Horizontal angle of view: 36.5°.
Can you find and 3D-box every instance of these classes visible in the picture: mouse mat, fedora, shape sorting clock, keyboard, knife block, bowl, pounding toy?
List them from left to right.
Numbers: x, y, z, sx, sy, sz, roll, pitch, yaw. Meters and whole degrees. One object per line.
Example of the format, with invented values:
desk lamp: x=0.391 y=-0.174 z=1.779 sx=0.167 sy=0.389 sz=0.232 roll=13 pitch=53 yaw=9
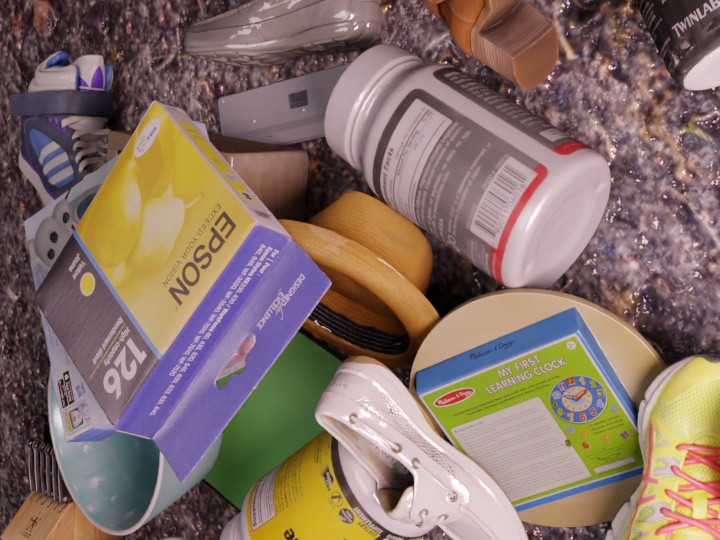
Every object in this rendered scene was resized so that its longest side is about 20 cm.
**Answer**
knife block: x=-0.284 y=0.240 z=1.153 sx=0.063 sy=0.177 sz=0.201 roll=11 pitch=146 yaw=37
bowl: x=-0.202 y=0.137 z=1.033 sx=0.199 sy=0.104 sz=0.204 roll=8 pitch=100 yaw=46
pounding toy: x=-0.144 y=-0.011 z=0.952 sx=0.182 sy=0.141 sz=0.203 roll=13 pitch=104 yaw=36
mouse mat: x=-0.087 y=0.140 z=1.015 sx=0.160 sy=0.007 sz=0.202 roll=31 pitch=111 yaw=31
keyboard: x=-0.053 y=-0.143 z=0.964 sx=0.198 sy=0.011 sz=0.057 roll=-7 pitch=85 yaw=38
fedora: x=0.000 y=0.000 z=0.858 sx=0.198 sy=0.201 sz=0.083 roll=9 pitch=61 yaw=36
shape sorting clock: x=0.130 y=0.102 z=0.787 sx=0.197 sy=0.039 sz=0.202 roll=10 pitch=124 yaw=15

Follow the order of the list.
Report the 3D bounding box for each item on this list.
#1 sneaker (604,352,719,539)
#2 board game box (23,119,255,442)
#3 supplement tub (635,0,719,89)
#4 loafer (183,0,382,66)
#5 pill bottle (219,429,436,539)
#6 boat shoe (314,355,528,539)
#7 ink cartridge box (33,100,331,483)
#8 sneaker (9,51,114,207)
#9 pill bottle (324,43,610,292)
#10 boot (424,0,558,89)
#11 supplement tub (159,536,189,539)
sneaker: x=0.217 y=0.151 z=0.712 sx=0.077 sy=0.091 sz=0.203 roll=8 pitch=113 yaw=0
board game box: x=-0.182 y=0.011 z=0.885 sx=0.198 sy=0.043 sz=0.203 roll=-28 pitch=69 yaw=32
supplement tub: x=0.211 y=-0.226 z=0.671 sx=0.122 sy=0.122 sz=0.202 roll=-29 pitch=77 yaw=35
loafer: x=-0.069 y=-0.217 z=0.935 sx=0.197 sy=0.070 sz=0.071 roll=-2 pitch=88 yaw=30
pill bottle: x=-0.028 y=0.203 z=0.909 sx=0.200 sy=0.112 sz=0.113 roll=-40 pitch=70 yaw=33
boat shoe: x=0.040 y=0.157 z=0.799 sx=0.200 sy=0.069 sz=0.071 roll=46 pitch=145 yaw=-6
ink cartridge box: x=-0.142 y=0.015 z=0.804 sx=0.198 sy=0.047 sz=0.200 roll=-53 pitch=57 yaw=17
sneaker: x=-0.273 y=-0.136 z=1.087 sx=0.199 sy=0.080 sz=0.148 roll=38 pitch=120 yaw=35
pill bottle: x=0.074 y=-0.080 z=0.805 sx=0.199 sy=0.113 sz=0.115 roll=37 pitch=115 yaw=30
boot: x=0.070 y=-0.234 z=0.767 sx=0.155 sy=0.073 sz=0.201 roll=47 pitch=160 yaw=33
supplement tub: x=-0.132 y=0.345 z=0.991 sx=0.198 sy=0.131 sz=0.134 roll=26 pitch=109 yaw=33
